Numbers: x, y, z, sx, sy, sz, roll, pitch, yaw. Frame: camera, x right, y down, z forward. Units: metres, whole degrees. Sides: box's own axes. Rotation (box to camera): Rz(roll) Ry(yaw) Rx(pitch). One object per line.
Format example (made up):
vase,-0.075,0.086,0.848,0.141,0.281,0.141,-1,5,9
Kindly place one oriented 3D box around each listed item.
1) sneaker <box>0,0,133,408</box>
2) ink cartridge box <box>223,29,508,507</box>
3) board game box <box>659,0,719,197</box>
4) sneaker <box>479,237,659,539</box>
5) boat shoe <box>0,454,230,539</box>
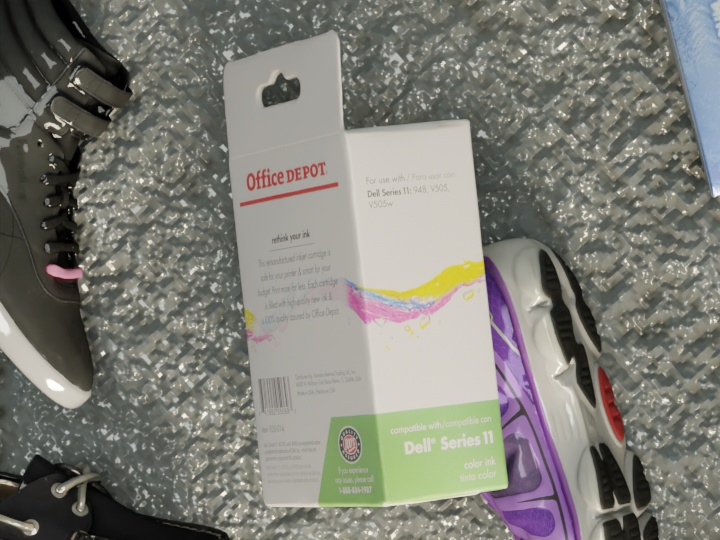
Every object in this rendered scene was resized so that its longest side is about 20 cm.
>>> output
sneaker,-0.141,-0.044,1.352,0.099,0.071,0.201,-25,82,10
ink cartridge box,0.000,0.000,1.307,0.067,0.117,0.202,-5,89,-29
board game box,0.223,-0.153,1.295,0.199,0.043,0.200,-15,109,6
sneaker,0.078,0.089,1.336,0.083,0.081,0.201,-19,79,22
boat shoe,-0.150,0.113,1.354,0.198,0.074,0.061,5,94,15
